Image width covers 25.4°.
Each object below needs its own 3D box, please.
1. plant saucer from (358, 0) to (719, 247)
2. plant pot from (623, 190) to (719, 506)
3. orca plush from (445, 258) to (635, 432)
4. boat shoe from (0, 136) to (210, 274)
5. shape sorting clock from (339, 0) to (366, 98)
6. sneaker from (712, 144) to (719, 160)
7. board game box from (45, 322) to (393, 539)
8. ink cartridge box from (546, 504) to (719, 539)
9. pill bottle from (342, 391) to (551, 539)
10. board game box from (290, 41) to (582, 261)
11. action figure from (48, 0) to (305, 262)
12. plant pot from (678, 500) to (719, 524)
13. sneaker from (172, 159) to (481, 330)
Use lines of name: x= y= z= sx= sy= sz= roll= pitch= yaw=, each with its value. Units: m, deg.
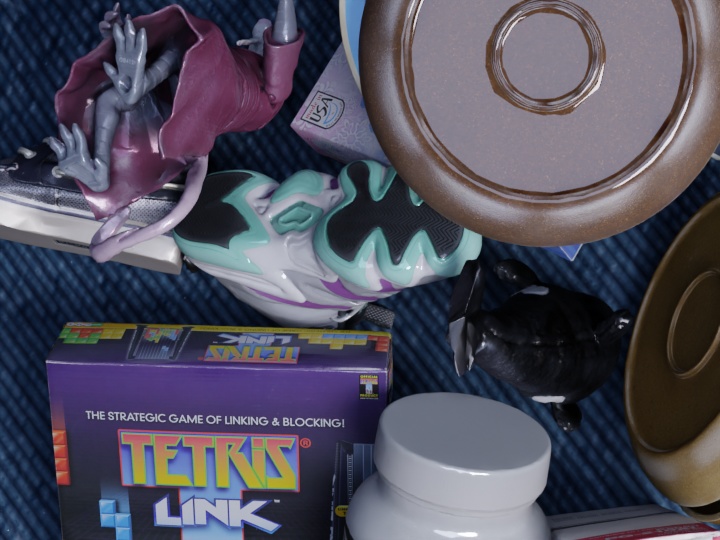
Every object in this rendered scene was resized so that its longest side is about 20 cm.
plant saucer: x=0.095 y=-0.110 z=0.819 sx=0.199 sy=0.032 sz=0.201 roll=1 pitch=98 yaw=8
plant pot: x=0.199 y=0.032 z=0.900 sx=0.027 sy=0.200 sz=0.201 roll=20 pitch=88 yaw=-13
orca plush: x=0.115 y=0.025 z=0.901 sx=0.071 sy=0.200 sz=0.106 roll=-25 pitch=61 yaw=23
boat shoe: x=-0.186 y=-0.063 z=1.003 sx=0.199 sy=0.075 sz=0.093 roll=13 pitch=81 yaw=-3
shape sorting clock: x=0.086 y=-0.144 z=0.851 sx=0.199 sy=0.039 sz=0.201 roll=-1 pitch=85 yaw=10
sneaker: x=0.131 y=-0.070 z=0.975 sx=0.200 sy=0.067 sz=0.090 roll=-22 pitch=121 yaw=21
board game box: x=-0.080 y=0.118 z=0.954 sx=0.199 sy=0.057 sz=0.166 roll=1 pitch=115 yaw=4
ink cartridge box: x=0.156 y=0.212 z=0.893 sx=0.084 sy=0.200 sz=0.145 roll=-8 pitch=86 yaw=1
pill bottle: x=0.044 y=0.177 z=0.888 sx=0.116 sy=0.116 sz=0.201 roll=10 pitch=110 yaw=5
board game box: x=0.087 y=-0.130 z=0.938 sx=0.199 sy=0.043 sz=0.200 roll=25 pitch=80 yaw=37
action figure: x=-0.083 y=-0.103 z=0.934 sx=0.134 sy=0.200 sz=0.150 roll=-17 pitch=91 yaw=28
plant pot: x=0.306 y=0.082 z=0.915 sx=0.199 sy=0.186 sz=0.187 roll=19 pitch=88 yaw=-11
sneaker: x=0.000 y=0.000 z=0.951 sx=0.199 sy=0.140 sz=0.078 roll=8 pitch=62 yaw=33
